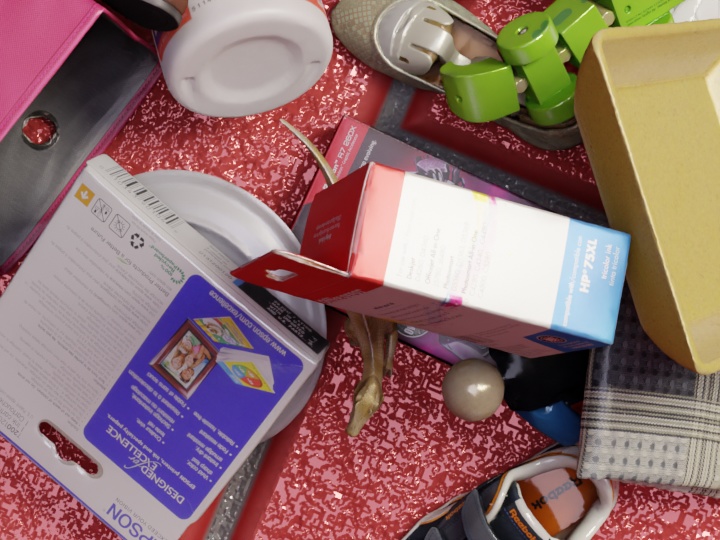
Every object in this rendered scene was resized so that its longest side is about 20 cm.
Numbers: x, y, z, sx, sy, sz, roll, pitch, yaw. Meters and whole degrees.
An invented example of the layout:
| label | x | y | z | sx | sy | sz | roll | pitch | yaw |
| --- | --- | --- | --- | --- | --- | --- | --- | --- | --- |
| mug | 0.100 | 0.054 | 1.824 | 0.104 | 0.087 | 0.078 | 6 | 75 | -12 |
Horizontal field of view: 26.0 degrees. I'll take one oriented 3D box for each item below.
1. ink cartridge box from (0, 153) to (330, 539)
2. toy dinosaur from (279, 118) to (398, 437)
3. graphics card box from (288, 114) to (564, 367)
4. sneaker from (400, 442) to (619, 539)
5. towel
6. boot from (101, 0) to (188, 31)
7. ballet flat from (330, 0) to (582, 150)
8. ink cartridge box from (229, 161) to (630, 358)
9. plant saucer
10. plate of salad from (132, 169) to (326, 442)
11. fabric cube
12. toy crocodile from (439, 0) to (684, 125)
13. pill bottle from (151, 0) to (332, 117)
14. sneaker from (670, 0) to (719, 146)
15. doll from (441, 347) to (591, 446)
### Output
| label | x | y | z | sx | sy | sz | roll | pitch | yaw |
| --- | --- | --- | --- | --- | --- | --- | --- | --- | --- |
| ink cartridge box | -0.151 | 0.062 | 1.030 | 0.198 | 0.043 | 0.200 | 40 | 112 | 4 |
| toy dinosaur | 0.000 | 0.000 | 0.988 | 0.058 | 0.101 | 0.201 | -11 | 90 | 5 |
| graphics card box | 0.051 | -0.009 | 1.062 | 0.199 | 0.051 | 0.126 | 26 | 89 | 3 |
| sneaker | 0.086 | 0.182 | 1.039 | 0.200 | 0.079 | 0.079 | -40 | 87 | 2 |
| towel | 0.229 | 0.051 | 1.021 | 0.199 | 0.034 | 0.193 | 10 | 85 | -30 |
| boot | -0.115 | -0.258 | 0.959 | 0.200 | 0.068 | 0.188 | -52 | 42 | 2 |
| ballet flat | 0.072 | -0.146 | 1.061 | 0.199 | 0.062 | 0.068 | 25 | 89 | 4 |
| ink cartridge box | 0.037 | -0.007 | 0.890 | 0.199 | 0.116 | 0.068 | 15 | 79 | -16 |
| plant saucer | 0.203 | -0.047 | 0.939 | 0.048 | 0.200 | 0.201 | -18 | 87 | 42 |
| plate of salad | -0.114 | 0.028 | 1.057 | 0.199 | 0.048 | 0.201 | 5 | 107 | 17 |
| fabric cube | -0.275 | -0.133 | 1.007 | 0.199 | 0.200 | 0.196 | 37 | 91 | 5 |
| toy crocodile | 0.143 | -0.158 | 1.005 | 0.200 | 0.062 | 0.068 | -36 | 125 | -4 |
| pill bottle | -0.095 | -0.211 | 1.026 | 0.111 | 0.112 | 0.201 | -18 | 64 | 1 |
| sneaker | 0.217 | -0.141 | 1.060 | 0.099 | 0.075 | 0.201 | 6 | 83 | 16 |
| doll | 0.140 | 0.052 | 1.009 | 0.199 | 0.048 | 0.137 | -20 | 106 | -27 |
